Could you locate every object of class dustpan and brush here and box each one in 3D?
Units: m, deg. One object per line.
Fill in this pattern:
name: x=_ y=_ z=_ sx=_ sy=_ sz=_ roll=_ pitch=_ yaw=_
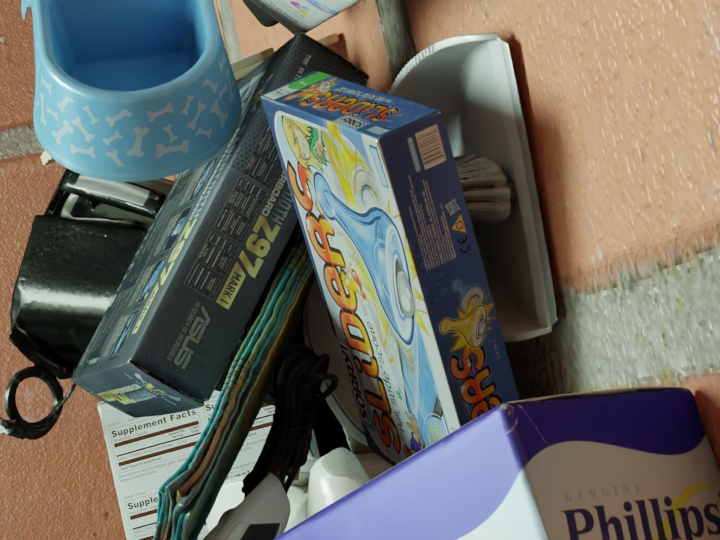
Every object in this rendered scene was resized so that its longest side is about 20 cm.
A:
dustpan and brush: x=0.028 y=-0.036 z=0.844 sx=0.200 sy=0.057 sz=0.141 roll=-175 pitch=74 yaw=-77

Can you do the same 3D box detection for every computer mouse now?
computer mouse: x=-0.064 y=0.138 z=0.859 sx=0.201 sy=0.043 sz=0.110 roll=-70 pitch=2 yaw=-45

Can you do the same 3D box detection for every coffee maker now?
coffee maker: x=-0.114 y=0.030 z=1.107 sx=0.198 sy=0.134 sz=0.195 roll=9 pitch=89 yaw=32

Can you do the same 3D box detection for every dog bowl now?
dog bowl: x=-0.126 y=-0.135 z=0.912 sx=0.050 sy=0.110 sz=0.201 roll=92 pitch=167 yaw=-49

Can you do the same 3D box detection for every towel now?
towel: x=-0.069 y=0.077 z=0.894 sx=0.147 sy=0.022 sz=0.201 roll=113 pitch=-179 yaw=-52

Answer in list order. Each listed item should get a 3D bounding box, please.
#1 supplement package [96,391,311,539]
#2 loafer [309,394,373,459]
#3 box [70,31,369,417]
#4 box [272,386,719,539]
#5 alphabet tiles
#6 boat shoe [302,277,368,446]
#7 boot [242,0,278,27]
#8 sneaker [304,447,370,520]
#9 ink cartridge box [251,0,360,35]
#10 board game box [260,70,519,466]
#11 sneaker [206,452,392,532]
supplement package: x=-0.081 y=0.183 z=1.218 sx=0.191 sy=0.145 sz=0.202 roll=67 pitch=-171 yaw=-77
loafer: x=-0.004 y=0.101 z=1.076 sx=0.201 sy=0.069 sz=0.076 roll=93 pitch=161 yaw=-47
box: x=-0.080 y=-0.019 z=0.937 sx=0.202 sy=0.051 sz=0.158 roll=-65 pitch=14 yaw=-16
box: x=0.062 y=0.170 z=0.638 sx=0.184 sy=0.104 sz=0.202 roll=-37 pitch=62 yaw=46
alphabet tiles: x=-0.113 y=-0.112 z=1.089 sx=0.015 sy=0.194 sz=0.200 roll=67 pitch=168 yaw=-7
boat shoe: x=0.000 y=0.000 z=0.964 sx=0.067 sy=0.073 sz=0.202 roll=134 pitch=124 yaw=-78
boot: x=-0.033 y=-0.230 z=0.958 sx=0.144 sy=0.073 sz=0.200 roll=41 pitch=134 yaw=-6
sneaker: x=-0.018 y=0.182 z=0.815 sx=0.071 sy=0.079 sz=0.203 roll=-124 pitch=30 yaw=-63
ink cartridge box: x=-0.043 y=-0.198 z=0.815 sx=0.144 sy=0.085 sz=0.200 roll=36 pitch=172 yaw=-11
board game box: x=0.020 y=0.013 z=0.807 sx=0.135 sy=0.034 sz=0.202 roll=28 pitch=138 yaw=62
sneaker: x=0.008 y=0.131 z=0.977 sx=0.198 sy=0.088 sz=0.076 roll=-2 pitch=99 yaw=38
